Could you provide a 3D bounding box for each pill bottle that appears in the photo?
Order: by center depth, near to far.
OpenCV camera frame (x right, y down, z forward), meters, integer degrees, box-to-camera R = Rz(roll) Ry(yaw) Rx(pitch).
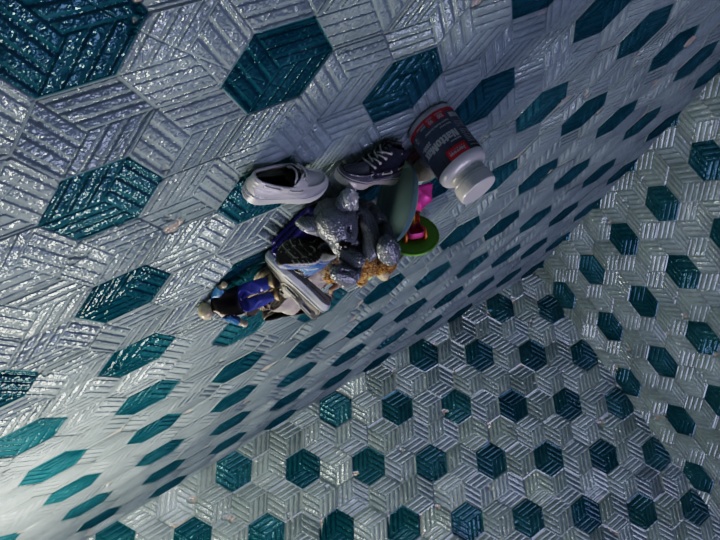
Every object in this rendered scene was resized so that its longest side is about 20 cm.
[{"bbox_3d":[0.205,-0.254,1.445,0.118,0.202,0.120,-30,163,-11],"label":"pill bottle"}]

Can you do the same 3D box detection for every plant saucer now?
[{"bbox_3d":[0.085,-0.154,1.508,0.027,0.204,0.201,11,142,-22],"label":"plant saucer"}]

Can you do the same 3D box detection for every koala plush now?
[{"bbox_3d":[-0.038,-0.095,1.418,0.175,0.187,0.199,-27,150,23],"label":"koala plush"}]

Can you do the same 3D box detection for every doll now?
[{"bbox_3d":[-0.292,0.076,1.563,0.195,0.049,0.139,-17,123,-1],"label":"doll"}]

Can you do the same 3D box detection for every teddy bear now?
[{"bbox_3d":[0.000,0.000,1.621,0.196,0.068,0.146,3,143,-29],"label":"teddy bear"}]

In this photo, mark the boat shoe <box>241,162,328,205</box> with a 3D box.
[{"bbox_3d":[-0.131,-0.170,1.253,0.198,0.074,0.065,-20,163,-42],"label":"boat shoe"}]

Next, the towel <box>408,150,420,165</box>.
[{"bbox_3d":[0.188,-0.288,1.633,0.143,0.023,0.200,-38,164,3],"label":"towel"}]

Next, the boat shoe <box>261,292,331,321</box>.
[{"bbox_3d":[-0.172,0.102,1.769,0.195,0.058,0.067,-6,149,9],"label":"boat shoe"}]

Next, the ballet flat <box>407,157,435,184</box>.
[{"bbox_3d":[0.180,-0.265,1.552,0.198,0.067,0.063,-32,143,-38],"label":"ballet flat"}]

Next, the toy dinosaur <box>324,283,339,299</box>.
[{"bbox_3d":[-0.083,0.001,1.796,0.196,0.087,0.137,0,135,-34],"label":"toy dinosaur"}]

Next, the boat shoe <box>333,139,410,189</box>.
[{"bbox_3d":[0.028,-0.235,1.412,0.198,0.075,0.094,-17,142,-50],"label":"boat shoe"}]

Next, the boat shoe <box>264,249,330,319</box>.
[{"bbox_3d":[-0.160,0.039,1.550,0.071,0.200,0.072,-43,-172,15],"label":"boat shoe"}]

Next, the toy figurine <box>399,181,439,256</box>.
[{"bbox_3d":[0.124,-0.173,1.633,0.146,0.202,0.187,-10,137,-11],"label":"toy figurine"}]

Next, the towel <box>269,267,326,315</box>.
[{"bbox_3d":[-0.134,0.036,1.654,0.200,0.035,0.132,-46,161,7],"label":"towel"}]

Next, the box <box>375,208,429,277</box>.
[{"bbox_3d":[0.120,-0.080,1.914,0.200,0.036,0.145,-49,-170,36],"label":"box"}]

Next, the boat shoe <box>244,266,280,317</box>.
[{"bbox_3d":[-0.249,0.068,1.658,0.074,0.074,0.201,-20,157,-38],"label":"boat shoe"}]

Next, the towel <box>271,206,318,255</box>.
[{"bbox_3d":[-0.117,-0.087,1.553,0.148,0.050,0.199,-47,160,15],"label":"towel"}]

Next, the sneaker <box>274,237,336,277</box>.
[{"bbox_3d":[-0.128,-0.019,1.487,0.090,0.079,0.198,-51,159,24],"label":"sneaker"}]
